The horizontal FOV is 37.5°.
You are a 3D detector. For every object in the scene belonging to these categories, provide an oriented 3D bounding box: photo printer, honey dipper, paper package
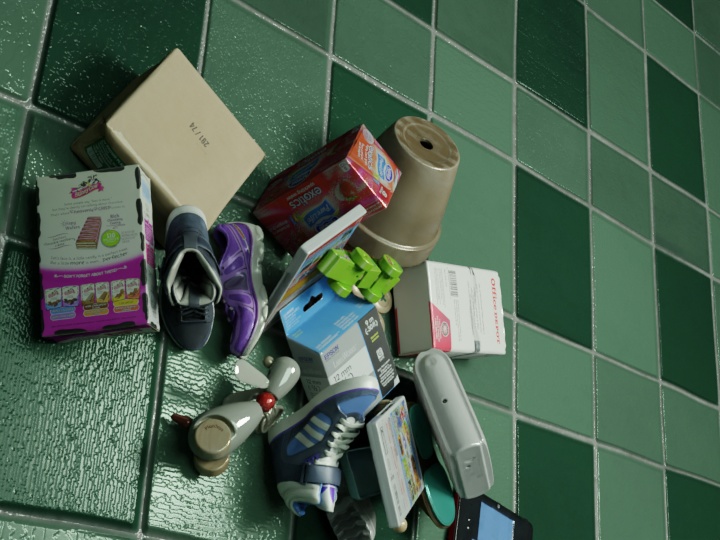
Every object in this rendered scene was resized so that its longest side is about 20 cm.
[{"bbox_3d":[0.141,0.232,1.656,0.168,0.068,0.202,72,-3,-51],"label":"photo printer"},{"bbox_3d":[0.047,0.293,1.585,0.038,0.038,0.203,21,50,-38],"label":"honey dipper"},{"bbox_3d":[-0.258,-0.162,1.450,0.201,0.103,0.192,50,48,-21],"label":"paper package"}]

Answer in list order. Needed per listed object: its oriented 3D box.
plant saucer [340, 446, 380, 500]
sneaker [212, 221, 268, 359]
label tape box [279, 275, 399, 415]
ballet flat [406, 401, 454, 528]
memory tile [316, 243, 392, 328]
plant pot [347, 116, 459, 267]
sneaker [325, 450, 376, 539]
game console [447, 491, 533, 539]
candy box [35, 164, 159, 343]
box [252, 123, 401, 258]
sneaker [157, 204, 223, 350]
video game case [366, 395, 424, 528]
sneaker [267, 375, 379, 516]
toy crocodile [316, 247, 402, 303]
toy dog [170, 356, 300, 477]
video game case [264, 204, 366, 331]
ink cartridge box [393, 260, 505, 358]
[{"bbox_3d":[0.017,0.297,1.568,0.200,0.019,0.071,17,54,-70],"label":"plant saucer"},{"bbox_3d":[-0.181,0.028,1.499,0.082,0.081,0.204,5,65,-25],"label":"sneaker"},{"bbox_3d":[-0.028,0.117,1.576,0.143,0.065,0.203,-38,120,-42],"label":"label tape box"},{"bbox_3d":[0.088,0.305,1.657,0.067,0.072,0.203,-22,93,-47],"label":"ballet flat"},{"bbox_3d":[-0.008,0.040,1.691,0.153,0.017,0.203,37,54,-30],"label":"memory tile"},{"bbox_3d":[0.066,-0.136,1.660,0.197,0.174,0.202,19,42,-18],"label":"plant pot"},{"bbox_3d":[-0.035,0.308,1.553,0.203,0.074,0.082,68,16,-1],"label":"sneaker"},{"bbox_3d":[0.216,0.469,1.761,0.199,0.031,0.179,36,54,-32],"label":"game console"},{"bbox_3d":[-0.325,-0.020,1.313,0.061,0.133,0.204,74,10,-78],"label":"candy box"},{"bbox_3d":[-0.050,-0.115,1.563,0.100,0.198,0.096,48,38,-22],"label":"box"},{"bbox_3d":[-0.218,0.040,1.355,0.075,0.147,0.206,-6,119,-13],"label":"sneaker"},{"bbox_3d":[0.053,0.269,1.521,0.200,0.018,0.146,-16,93,-76],"label":"video game case"},{"bbox_3d":[-0.036,0.251,1.450,0.080,0.199,0.148,23,39,-52],"label":"sneaker"},{"bbox_3d":[0.000,0.000,1.558,0.062,0.068,0.199,50,19,30],"label":"toy crocodile"},{"bbox_3d":[-0.176,0.182,1.424,0.096,0.133,0.200,37,37,11],"label":"toy dog"},{"bbox_3d":[-0.075,0.001,1.515,0.017,0.201,0.143,43,45,9],"label":"video game case"},{"bbox_3d":[0.150,0.070,1.780,0.198,0.083,0.148,7,74,-46],"label":"ink cartridge box"}]
